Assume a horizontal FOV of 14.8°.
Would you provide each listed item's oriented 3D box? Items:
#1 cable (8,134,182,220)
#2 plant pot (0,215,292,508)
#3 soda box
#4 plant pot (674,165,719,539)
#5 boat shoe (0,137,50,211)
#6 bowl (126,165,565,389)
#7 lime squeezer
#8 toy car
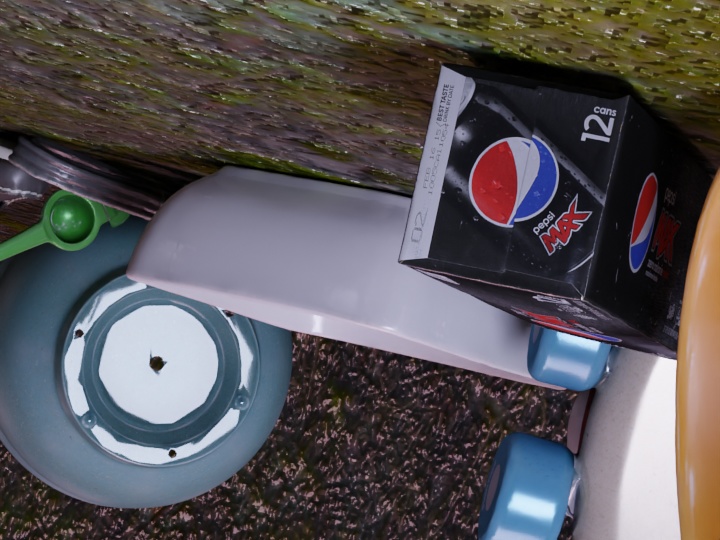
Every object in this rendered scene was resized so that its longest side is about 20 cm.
[{"bbox_3d":[-0.109,-0.023,1.586,0.200,0.050,0.097,13,-160,-38],"label":"cable"},{"bbox_3d":[-0.130,0.053,1.681,0.200,0.200,0.134,14,180,-12],"label":"plant pot"},{"bbox_3d":[0.073,-0.017,0.948,0.063,0.071,0.200,11,176,16],"label":"soda box"},{"bbox_3d":[0.206,0.054,0.796,0.183,0.200,0.200,-1,179,-10],"label":"plant pot"},{"bbox_3d":[-0.245,-0.052,1.660,0.072,0.061,0.201,16,176,-36],"label":"boat shoe"},{"bbox_3d":[0.000,0.000,1.464,0.200,0.075,0.200,11,176,35],"label":"bowl"},{"bbox_3d":[-0.175,-0.035,1.622,0.071,0.038,0.200,2,-160,21],"label":"lime squeezer"},{"bbox_3d":[0.162,0.075,1.446,0.184,0.177,0.200,14,-170,-5],"label":"toy car"}]
